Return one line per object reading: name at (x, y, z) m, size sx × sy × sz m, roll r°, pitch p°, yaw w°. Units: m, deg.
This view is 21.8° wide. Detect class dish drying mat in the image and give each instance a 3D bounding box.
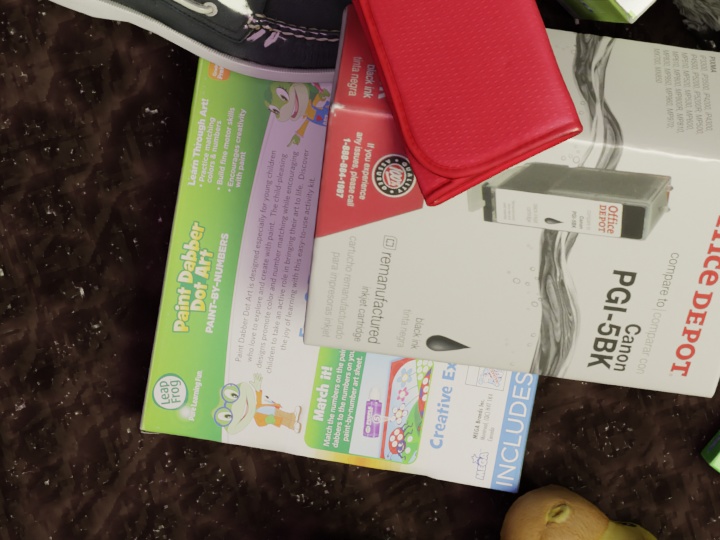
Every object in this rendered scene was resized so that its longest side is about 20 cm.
dish drying mat at (0.025, -0.132, 0.775) m, size 0.077 × 0.018 × 0.200 m, roll -26°, pitch 73°, yaw 26°

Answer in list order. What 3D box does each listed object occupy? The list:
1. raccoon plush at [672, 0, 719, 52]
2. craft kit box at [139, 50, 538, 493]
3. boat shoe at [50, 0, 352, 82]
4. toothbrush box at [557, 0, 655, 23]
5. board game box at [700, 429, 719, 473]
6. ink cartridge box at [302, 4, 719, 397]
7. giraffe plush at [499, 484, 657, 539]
raccoon plush at (0.228, -0.149, 0.853) m, size 0.134 × 0.200 × 0.097 m, roll -40°, pitch 95°, yaw -5°
craft kit box at (0.000, 0.000, 0.956) m, size 0.197 × 0.049 × 0.200 m, roll 10°, pitch 98°, yaw -4°
boat shoe at (-0.075, -0.147, 0.910) m, size 0.200 × 0.060 × 0.076 m, roll 12°, pitch 53°, yaw -1°
toothbrush box at (0.132, -0.192, 0.848) m, size 0.146 × 0.200 × 0.086 m, roll -45°, pitch 97°, yaw 5°
board game box at (0.298, 0.105, 0.977) m, size 0.200 × 0.029 × 0.135 m, roll 36°, pitch 96°, yaw -5°
ink cartridge box at (0.081, -0.029, 0.859) m, size 0.200 × 0.083 × 0.147 m, roll 7°, pitch 131°, yaw 0°
giraffe plush at (0.090, 0.180, 0.932) m, size 0.162 × 0.173 × 0.200 m, roll -41°, pitch 104°, yaw -2°
